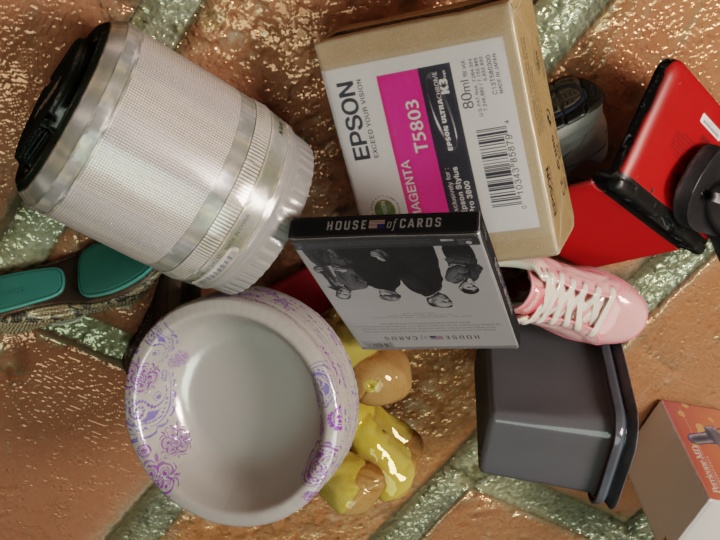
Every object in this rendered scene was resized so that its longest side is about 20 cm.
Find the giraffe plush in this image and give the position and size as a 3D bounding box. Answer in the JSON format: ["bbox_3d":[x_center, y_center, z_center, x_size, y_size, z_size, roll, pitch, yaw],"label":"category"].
[{"bbox_3d":[-0.010,0.115,0.969,0.199,0.173,0.163,27,113,3],"label":"giraffe plush"}]

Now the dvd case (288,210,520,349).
[{"bbox_3d":[0.043,0.015,0.803,0.149,0.025,0.200,-1,152,18],"label":"dvd case"}]

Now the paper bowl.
[{"bbox_3d":[-0.098,0.114,0.867,0.199,0.104,0.202,2,98,17],"label":"paper bowl"}]

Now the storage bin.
[{"bbox_3d":[0.185,0.132,0.984,0.133,0.200,0.146,6,127,1],"label":"storage bin"}]

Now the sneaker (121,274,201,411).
[{"bbox_3d":[-0.200,0.079,0.956,0.075,0.071,0.201,9,120,5],"label":"sneaker"}]

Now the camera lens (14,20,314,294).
[{"bbox_3d":[-0.158,-0.087,0.778,0.199,0.160,0.160,29,118,-26],"label":"camera lens"}]

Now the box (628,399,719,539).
[{"bbox_3d":[0.429,0.251,1.123,0.199,0.153,0.107,11,125,-17],"label":"box"}]

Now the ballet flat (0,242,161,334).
[{"bbox_3d":[-0.258,0.017,0.912,0.199,0.068,0.075,-16,150,10],"label":"ballet flat"}]

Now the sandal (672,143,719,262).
[{"bbox_3d":[0.336,-0.054,0.880,0.200,0.043,0.076,27,89,-49],"label":"sandal"}]

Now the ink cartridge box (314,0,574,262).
[{"bbox_3d":[0.070,-0.107,0.781,0.164,0.075,0.201,-7,111,25],"label":"ink cartridge box"}]

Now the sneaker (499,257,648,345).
[{"bbox_3d":[0.178,0.029,0.902,0.199,0.105,0.076,22,106,-4],"label":"sneaker"}]

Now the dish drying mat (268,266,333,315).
[{"bbox_3d":[0.000,0.000,0.957,0.199,0.018,0.077,-29,128,12],"label":"dish drying mat"}]

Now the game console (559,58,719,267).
[{"bbox_3d":[0.239,-0.087,0.886,0.200,0.118,0.173,22,92,-49],"label":"game console"}]

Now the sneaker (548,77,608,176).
[{"bbox_3d":[0.135,-0.090,0.877,0.199,0.075,0.087,-25,132,12],"label":"sneaker"}]
